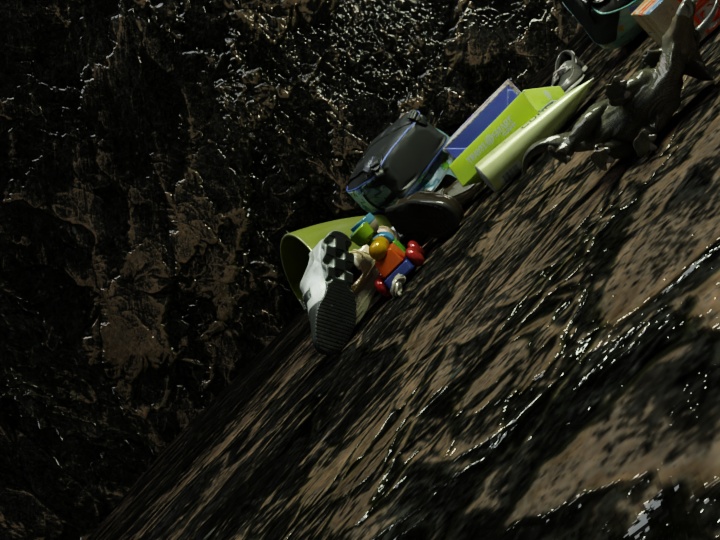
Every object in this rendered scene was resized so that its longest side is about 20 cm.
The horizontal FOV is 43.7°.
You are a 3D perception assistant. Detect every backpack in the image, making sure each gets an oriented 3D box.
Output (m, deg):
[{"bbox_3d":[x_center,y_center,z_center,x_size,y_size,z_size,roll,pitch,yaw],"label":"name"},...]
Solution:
[{"bbox_3d":[0.072,-0.189,1.754,0.184,0.147,0.199,-55,16,-23],"label":"backpack"},{"bbox_3d":[0.408,-0.456,1.381,0.199,0.177,0.153,-34,-27,4],"label":"backpack"}]

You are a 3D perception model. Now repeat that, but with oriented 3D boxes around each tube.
[{"bbox_3d":[0.251,-0.195,1.274,0.200,0.052,0.058,-41,32,5],"label":"tube"}]

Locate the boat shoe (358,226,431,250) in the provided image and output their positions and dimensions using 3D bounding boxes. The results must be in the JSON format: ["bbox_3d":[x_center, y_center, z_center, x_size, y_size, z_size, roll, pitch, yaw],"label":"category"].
[{"bbox_3d":[0.067,-0.034,1.562,0.199,0.070,0.064,-36,39,23],"label":"boat shoe"}]

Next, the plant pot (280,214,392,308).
[{"bbox_3d":[-0.021,-0.025,1.710,0.198,0.189,0.187,-28,-4,-24],"label":"plant pot"}]

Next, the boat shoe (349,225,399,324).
[{"bbox_3d":[0.000,0.000,1.481,0.073,0.069,0.202,-4,51,47],"label":"boat shoe"}]

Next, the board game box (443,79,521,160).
[{"bbox_3d":[0.244,-0.253,1.632,0.159,0.097,0.200,-44,3,17],"label":"board game box"}]

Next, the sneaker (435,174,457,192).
[{"bbox_3d":[0.136,-0.138,1.843,0.076,0.070,0.200,-47,3,-22],"label":"sneaker"}]

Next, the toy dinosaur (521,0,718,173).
[{"bbox_3d":[0.216,-0.124,0.738,0.102,0.077,0.200,-32,-12,-41],"label":"toy dinosaur"}]

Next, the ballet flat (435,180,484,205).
[{"bbox_3d":[0.170,-0.127,1.565,0.068,0.046,0.200,-50,9,-22],"label":"ballet flat"}]

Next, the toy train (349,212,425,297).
[{"bbox_3d":[0.030,-0.026,1.363,0.085,0.116,0.200,-44,3,11],"label":"toy train"}]

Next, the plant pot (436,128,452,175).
[{"bbox_3d":[0.138,-0.269,2.335,0.197,0.200,0.196,-47,4,-26],"label":"plant pot"}]

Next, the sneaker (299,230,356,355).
[{"bbox_3d":[-0.056,0.045,1.402,0.088,0.074,0.203,-29,47,45],"label":"sneaker"}]

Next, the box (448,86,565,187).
[{"bbox_3d":[0.238,-0.212,1.374,0.121,0.048,0.200,-20,-19,-50],"label":"box"}]

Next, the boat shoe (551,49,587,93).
[{"bbox_3d":[0.377,-0.364,1.663,0.067,0.057,0.200,-43,4,28],"label":"boat shoe"}]

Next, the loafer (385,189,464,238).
[{"bbox_3d":[0.108,-0.102,1.440,0.071,0.073,0.199,-41,20,-18],"label":"loafer"}]

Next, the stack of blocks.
[{"bbox_3d":[0.362,-0.297,0.967,0.115,0.059,0.200,-44,3,20],"label":"stack of blocks"}]
